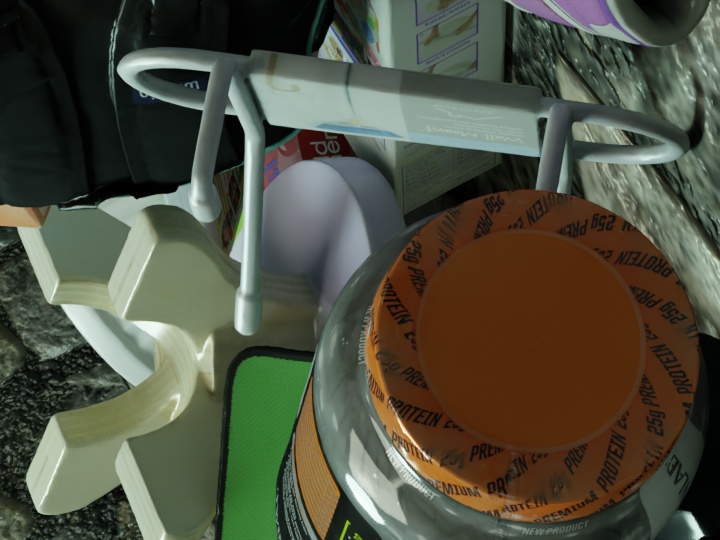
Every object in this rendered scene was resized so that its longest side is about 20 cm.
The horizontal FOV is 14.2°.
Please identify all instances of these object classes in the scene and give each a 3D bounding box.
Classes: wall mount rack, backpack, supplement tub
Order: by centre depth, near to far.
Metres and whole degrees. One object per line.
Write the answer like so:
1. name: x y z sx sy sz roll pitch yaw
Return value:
1. supplement tub: 0.040 0.055 0.918 0.123 0.122 0.200 61 165 14
2. wall mount rack: 0.012 -0.021 1.018 0.174 0.199 0.075 70 -151 -77
3. backpack: -0.101 -0.110 1.099 0.200 0.175 0.154 87 171 -62

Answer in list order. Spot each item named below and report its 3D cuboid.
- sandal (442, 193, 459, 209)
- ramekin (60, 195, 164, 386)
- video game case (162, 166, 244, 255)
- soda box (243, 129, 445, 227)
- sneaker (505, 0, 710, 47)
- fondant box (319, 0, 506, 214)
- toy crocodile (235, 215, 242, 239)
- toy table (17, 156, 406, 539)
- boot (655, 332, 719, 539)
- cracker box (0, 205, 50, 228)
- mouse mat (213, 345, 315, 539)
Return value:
1. sandal: 0.042 0.037 1.364 0.079 0.059 0.207 135 124 -59
2. ramekin: -0.083 -0.028 1.571 0.202 0.094 0.203 39 -147 -32
3. video game case: -0.069 -0.124 1.335 0.200 0.022 0.183 80 -162 -50
4. soda box: 0.000 0.000 1.297 0.063 0.070 0.201 -40 59 59
5. sneaker: 0.050 -0.153 0.849 0.201 0.073 0.114 57 171 -30
6. fondant box: 0.002 -0.130 1.176 0.145 0.058 0.200 59 171 22
7. toy crocodile: -0.062 -0.077 1.479 0.062 0.067 0.201 21 -133 -43
8. toy table: -0.065 0.039 1.228 0.184 0.117 0.200 55 140 42
9. boot: 0.133 0.067 0.945 0.168 0.076 0.200 45 166 51
10. cracker box: -0.174 -0.115 1.264 0.058 0.133 0.201 68 -147 -50
11. mouse mat: 0.029 0.117 1.104 0.008 0.199 0.162 -1 -84 -63
